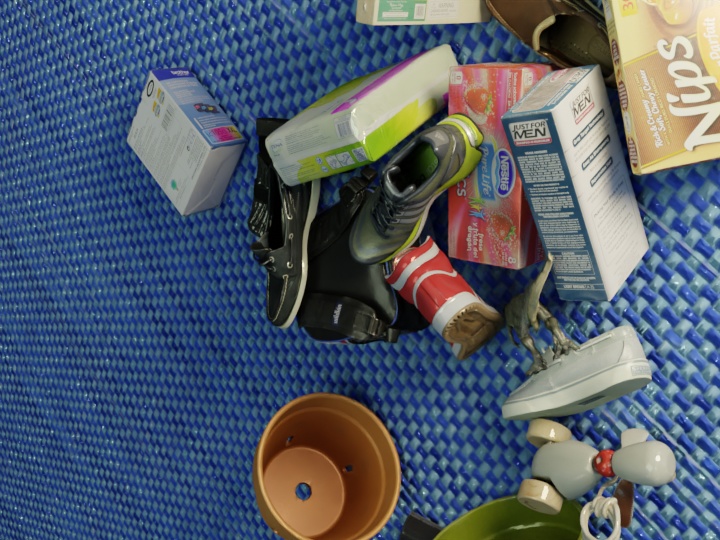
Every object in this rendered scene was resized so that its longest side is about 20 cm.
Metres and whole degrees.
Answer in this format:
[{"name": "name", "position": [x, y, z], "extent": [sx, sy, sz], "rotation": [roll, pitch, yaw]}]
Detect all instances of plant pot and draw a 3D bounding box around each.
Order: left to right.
[{"name": "plant pot", "position": [-0.060, 0.284, 1.272], "extent": [0.202, 0.198, 0.140], "rotation": [59, 149, 13]}, {"name": "plant pot", "position": [0.190, 0.389, 1.064], "extent": [0.198, 0.199, 0.196], "rotation": [-11, 106, 45]}]

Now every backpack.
[{"name": "backpack", "position": [0.000, 0.000, 1.145], "extent": [0.188, 0.152, 0.205], "rotation": [-15, 75, 42]}]

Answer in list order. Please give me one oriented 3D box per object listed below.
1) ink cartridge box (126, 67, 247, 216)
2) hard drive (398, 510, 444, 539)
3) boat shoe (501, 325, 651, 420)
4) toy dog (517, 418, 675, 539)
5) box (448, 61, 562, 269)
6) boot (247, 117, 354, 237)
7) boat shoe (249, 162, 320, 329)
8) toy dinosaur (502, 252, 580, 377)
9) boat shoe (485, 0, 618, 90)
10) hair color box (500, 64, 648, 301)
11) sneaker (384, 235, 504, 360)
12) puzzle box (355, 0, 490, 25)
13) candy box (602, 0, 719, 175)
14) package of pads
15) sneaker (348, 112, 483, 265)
[{"name": "ink cartridge box", "position": [-0.268, -0.203, 1.399], "extent": [0.201, 0.076, 0.137], "rotation": [49, 130, 21]}, {"name": "hard drive", "position": [0.097, 0.437, 1.253], "extent": [0.133, 0.042, 0.204], "rotation": [19, 114, 39]}, {"name": "boat shoe", "position": [0.228, 0.113, 1.026], "extent": [0.200, 0.069, 0.073], "rotation": [-32, 57, 48]}, {"name": "toy dog", "position": [0.254, 0.219, 0.999], "extent": [0.134, 0.095, 0.199], "rotation": [-63, 28, -3]}, {"name": "box", "position": [0.157, -0.114, 0.996], "extent": [0.093, 0.102, 0.205], "rotation": [11, 108, 41]}, {"name": "boot", "position": [-0.070, -0.108, 1.230], "extent": [0.210, 0.078, 0.161], "rotation": [21, 110, 50]}, {"name": "boat shoe", "position": [-0.097, -0.032, 1.114], "extent": [0.074, 0.065, 0.203], "rotation": [32, 113, 57]}, {"name": "toy dinosaur", "position": [0.182, 0.055, 0.981], "extent": [0.200, 0.047, 0.090], "rotation": [100, 149, -73]}, {"name": "boat shoe", "position": [0.195, -0.245, 0.939], "extent": [0.201, 0.074, 0.076], "rotation": [37, 125, 31]}, {"name": "hair color box", "position": [0.210, -0.082, 0.911], "extent": [0.060, 0.100, 0.203], "rotation": [1, 123, 43]}, {"name": "sneaker", "position": [0.093, 0.031, 1.044], "extent": [0.071, 0.200, 0.113], "rotation": [-42, 69, 2]}, {"name": "puzzle box", "position": [0.074, -0.318, 0.948], "extent": [0.025, 0.198, 0.136], "rotation": [22, 116, 37]}, {"name": "candy box", "position": [0.285, -0.197, 0.843], "extent": [0.113, 0.055, 0.204], "rotation": [-11, 96, 9]}, {"name": "package of pads", "position": [0.004, -0.174, 1.056], "extent": [0.153, 0.200, 0.069], "rotation": [-10, 112, 45]}, {"name": "sneaker", "position": [0.040, -0.081, 0.978], "extent": [0.074, 0.080, 0.201], "rotation": [49, 124, 19]}]
